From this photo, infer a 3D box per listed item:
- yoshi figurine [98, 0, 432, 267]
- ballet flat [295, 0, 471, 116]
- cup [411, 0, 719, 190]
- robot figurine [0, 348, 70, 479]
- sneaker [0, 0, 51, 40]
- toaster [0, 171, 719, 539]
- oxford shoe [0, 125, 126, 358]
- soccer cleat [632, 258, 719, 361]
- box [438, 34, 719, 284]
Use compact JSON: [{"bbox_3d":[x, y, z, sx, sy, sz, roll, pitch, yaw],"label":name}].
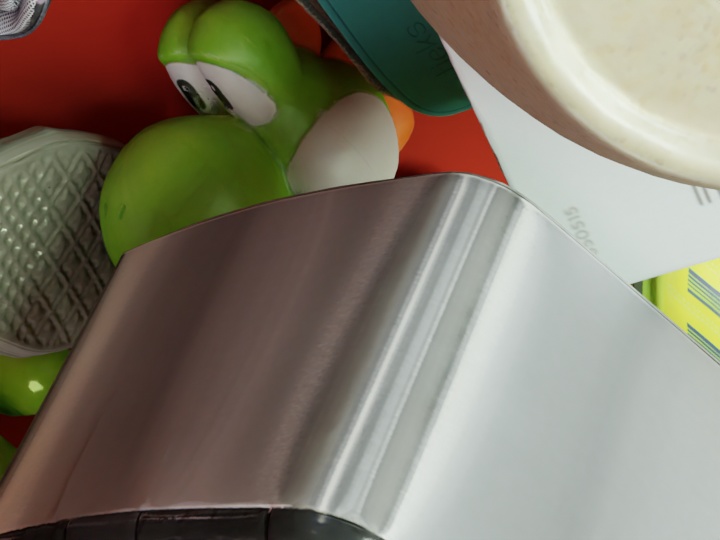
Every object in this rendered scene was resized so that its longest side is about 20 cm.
[{"bbox_3d":[-0.012,0.009,0.792,0.112,0.112,0.200,-25,117,28],"label":"yoshi figurine"},{"bbox_3d":[-0.013,-0.116,0.695,0.068,0.067,0.200,-19,146,12],"label":"ballet flat"},{"bbox_3d":[0.077,-0.094,0.478,0.200,0.143,0.201,3,124,5],"label":"cup"},{"bbox_3d":[-0.164,0.089,0.805,0.200,0.176,0.116,43,151,-17],"label":"robot figurine"},{"bbox_3d":[-0.087,-0.134,0.685,0.075,0.114,0.200,31,123,-28],"label":"sneaker"},{"bbox_3d":[0.005,0.074,0.668,0.200,0.119,0.181,38,150,-27],"label":"toaster"},{"bbox_3d":[-0.130,-0.008,0.758,0.058,0.200,0.075,16,107,31],"label":"oxford shoe"},{"bbox_3d":[0.139,0.042,0.802,0.083,0.065,0.201,3,114,31],"label":"soccer cleat"},{"bbox_3d":[0.108,-0.138,0.635,0.198,0.172,0.200,-17,121,17],"label":"box"}]
